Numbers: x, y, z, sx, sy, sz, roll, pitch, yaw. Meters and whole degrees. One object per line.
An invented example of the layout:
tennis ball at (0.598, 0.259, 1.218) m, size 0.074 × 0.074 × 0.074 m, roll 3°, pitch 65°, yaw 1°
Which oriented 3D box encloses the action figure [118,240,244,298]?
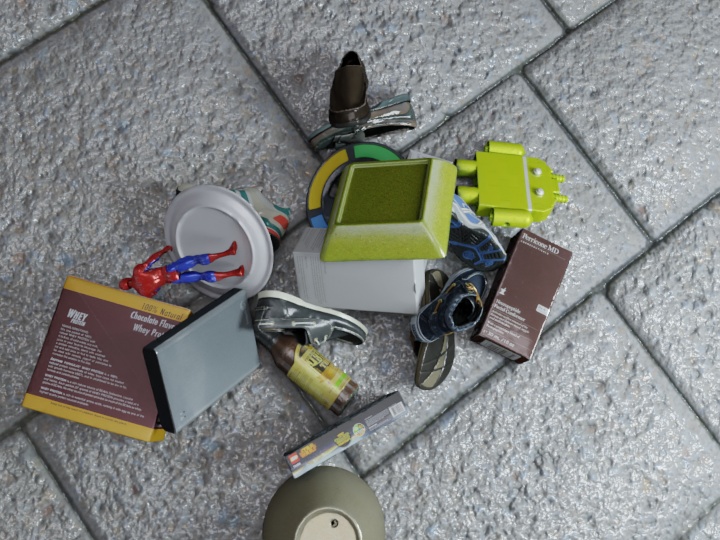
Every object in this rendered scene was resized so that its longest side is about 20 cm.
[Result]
action figure at (-0.284, -0.006, 1.238) m, size 0.197 × 0.099 × 0.066 m, roll -13°, pitch 112°, yaw 2°

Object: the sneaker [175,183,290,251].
sneaker at (-0.210, -0.108, 1.311) m, size 0.197 × 0.071 × 0.094 m, roll 23°, pitch 55°, yaw 5°

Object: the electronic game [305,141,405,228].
electronic game at (0.001, -0.119, 1.306) m, size 0.197 × 0.042 × 0.204 m, roll -4°, pitch 76°, yaw 17°

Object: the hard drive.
hard drive at (-0.234, 0.131, 1.179) m, size 0.032 × 0.200 × 0.142 m, roll 7°, pitch 118°, yaw 31°

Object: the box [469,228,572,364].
box at (0.271, 0.044, 1.312) m, size 0.099 × 0.075 × 0.202 m, roll 24°, pitch 76°, yaw 0°

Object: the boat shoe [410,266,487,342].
boat shoe at (0.170, 0.051, 1.254) m, size 0.200 × 0.090 × 0.072 m, roll -38°, pitch 104°, yaw -41°

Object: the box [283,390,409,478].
box at (-0.025, 0.253, 1.210) m, size 0.198 × 0.137 × 0.040 m, roll -28°, pitch 82°, yaw -10°

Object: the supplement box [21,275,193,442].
supplement box at (-0.375, 0.139, 1.202) m, size 0.194 × 0.133 × 0.203 m, roll 15°, pitch 78°, yaw -2°

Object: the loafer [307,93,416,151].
loafer at (0.008, -0.244, 1.349) m, size 0.198 × 0.072 × 0.064 m, roll -25°, pitch 88°, yaw -11°

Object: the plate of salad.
plate of salad at (-0.226, -0.045, 1.254) m, size 0.197 × 0.048 × 0.203 m, roll 9°, pitch 118°, yaw 17°

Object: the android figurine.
android figurine at (0.259, -0.147, 1.343) m, size 0.196 × 0.041 × 0.184 m, roll 6°, pitch 55°, yaw -2°

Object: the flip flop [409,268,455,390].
flip flop at (0.112, 0.098, 1.293) m, size 0.080 × 0.057 × 0.204 m, roll 15°, pitch 70°, yaw -43°

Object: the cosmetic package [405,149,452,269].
cosmetic package at (0.094, -0.099, 1.335) m, size 0.081 × 0.051 × 0.203 m, roll 16°, pitch 78°, yaw -3°

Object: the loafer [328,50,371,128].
loafer at (-0.024, -0.306, 1.306) m, size 0.072 × 0.072 × 0.201 m, roll -8°, pitch 39°, yaw 5°

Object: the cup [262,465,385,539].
cup at (-0.051, 0.402, 1.174) m, size 0.197 × 0.143 × 0.204 m, roll 1°, pitch 78°, yaw -6°

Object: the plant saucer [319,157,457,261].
plant saucer at (0.041, -0.106, 1.201) m, size 0.196 × 0.048 × 0.202 m, roll -1°, pitch 48°, yaw 16°

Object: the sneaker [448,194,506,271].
sneaker at (0.171, -0.076, 1.285) m, size 0.200 × 0.075 × 0.078 m, roll 41°, pitch 38°, yaw -21°

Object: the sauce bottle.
sauce bottle at (-0.095, 0.151, 1.260) m, size 0.199 × 0.065 × 0.065 m, roll 38°, pitch 78°, yaw 4°

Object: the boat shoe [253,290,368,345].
boat shoe at (-0.079, 0.092, 1.249) m, size 0.198 × 0.072 × 0.069 m, roll 19°, pitch 63°, yaw -26°

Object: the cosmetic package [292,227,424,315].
cosmetic package at (0.000, 0.000, 1.240) m, size 0.196 × 0.109 × 0.085 m, roll 4°, pitch 33°, yaw 12°
